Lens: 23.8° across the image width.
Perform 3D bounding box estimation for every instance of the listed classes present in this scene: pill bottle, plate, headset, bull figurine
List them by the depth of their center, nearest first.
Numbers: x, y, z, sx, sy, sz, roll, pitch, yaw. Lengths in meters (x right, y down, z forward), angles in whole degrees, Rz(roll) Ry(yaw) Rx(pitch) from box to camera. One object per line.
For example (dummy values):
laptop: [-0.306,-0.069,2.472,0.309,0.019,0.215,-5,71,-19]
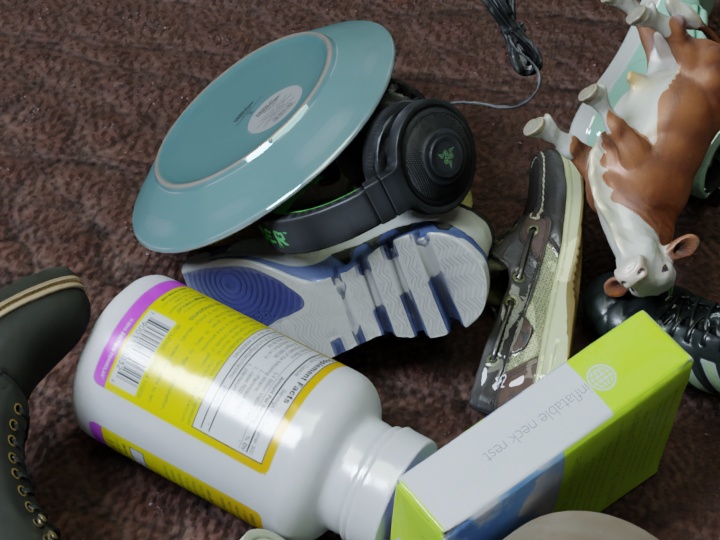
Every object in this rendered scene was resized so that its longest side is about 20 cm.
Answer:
pill bottle: [-0.059,0.087,0.971,0.198,0.105,0.105,26,56,19]
headset: [0.020,-0.087,1.008,0.199,0.095,0.123,-31,23,-9]
bull figurine: [0.170,-0.080,1.036,0.065,0.121,0.201,-13,39,47]
plate: [-0.066,-0.091,1.041,0.199,0.026,0.201,-30,29,18]

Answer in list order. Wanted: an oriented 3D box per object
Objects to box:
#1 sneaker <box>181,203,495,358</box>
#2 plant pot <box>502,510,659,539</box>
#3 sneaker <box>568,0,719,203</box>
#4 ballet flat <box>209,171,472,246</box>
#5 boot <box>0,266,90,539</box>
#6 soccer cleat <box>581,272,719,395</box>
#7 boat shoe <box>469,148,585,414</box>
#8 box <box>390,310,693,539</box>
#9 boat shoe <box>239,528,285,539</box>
sneaker: [0.001,0.000,1.052,0.197,0.081,0.115,-9,19,24]
plant pot: [0.093,0.214,0.829,0.198,0.202,0.174,17,35,14]
sneaker: [0.233,-0.130,1.153,0.117,0.074,0.201,21,65,24]
ballet flat: [-0.024,-0.052,1.103,0.197,0.071,0.071,-3,52,-1]
boot: [-0.181,0.101,0.900,0.138,0.078,0.200,33,61,20]
soccer cleat: [0.222,0.045,1.014,0.199,0.082,0.068,31,58,23]
boat shoe: [0.102,0.003,1.054,0.064,0.074,0.202,8,52,0]
box: [0.088,0.118,0.933,0.199,0.123,0.048,-31,61,-22]
boat shoe: [-0.038,0.239,0.890,0.067,0.072,0.201,-36,59,21]
